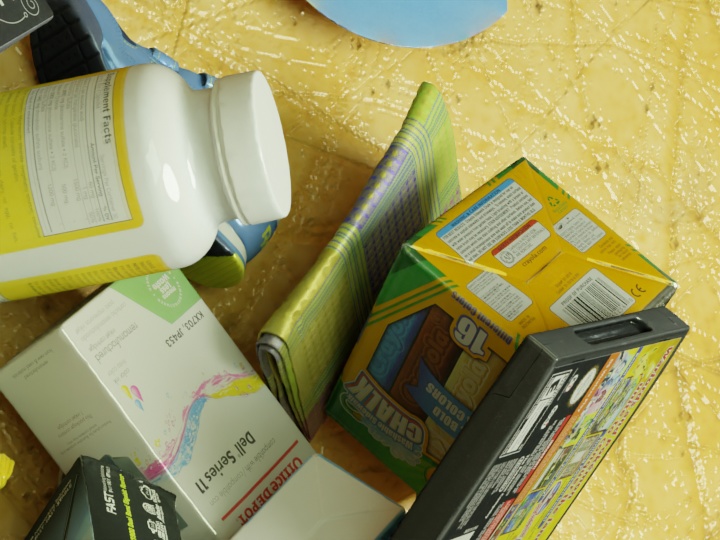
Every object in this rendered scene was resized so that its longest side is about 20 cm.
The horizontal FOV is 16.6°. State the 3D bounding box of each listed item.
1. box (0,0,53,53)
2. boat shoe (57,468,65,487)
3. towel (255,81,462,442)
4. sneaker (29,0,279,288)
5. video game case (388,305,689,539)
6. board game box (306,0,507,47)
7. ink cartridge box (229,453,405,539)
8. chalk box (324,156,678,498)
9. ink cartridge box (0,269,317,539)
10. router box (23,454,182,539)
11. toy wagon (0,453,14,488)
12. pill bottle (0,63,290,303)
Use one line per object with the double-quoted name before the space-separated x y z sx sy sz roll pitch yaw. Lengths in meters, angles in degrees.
"box" -0.276 -0.120 1.267 0.115 0.132 0.200 59 30 -7
"boat shoe" -0.122 0.177 1.383 0.073 0.062 0.201 -5 83 -25
"towel" 0.000 0.000 1.447 0.023 0.144 0.200 25 67 19
"sneaker" -0.115 -0.087 1.427 0.082 0.074 0.200 -44 108 -32
"video game case" 0.081 0.110 1.309 0.025 0.200 0.181 40 21 21
"board game box" 0.014 -0.230 1.536 0.157 0.039 0.201 7 74 -22
"ink cartridge box" -0.030 0.211 1.350 0.067 0.200 0.116 28 55 25
"chalk box" 0.072 0.059 1.444 0.124 0.200 0.125 41 46 14
"ink cartridge box" -0.097 0.100 1.366 0.200 0.067 0.117 53 35 -5
"router box" -0.160 0.216 1.256 0.062 0.150 0.200 28 107 -22
"toy wagon" -0.270 0.059 1.276 0.200 0.155 0.040 40 111 -7
"pill bottle" -0.143 -0.049 1.330 0.199 0.112 0.113 -11 86 8
